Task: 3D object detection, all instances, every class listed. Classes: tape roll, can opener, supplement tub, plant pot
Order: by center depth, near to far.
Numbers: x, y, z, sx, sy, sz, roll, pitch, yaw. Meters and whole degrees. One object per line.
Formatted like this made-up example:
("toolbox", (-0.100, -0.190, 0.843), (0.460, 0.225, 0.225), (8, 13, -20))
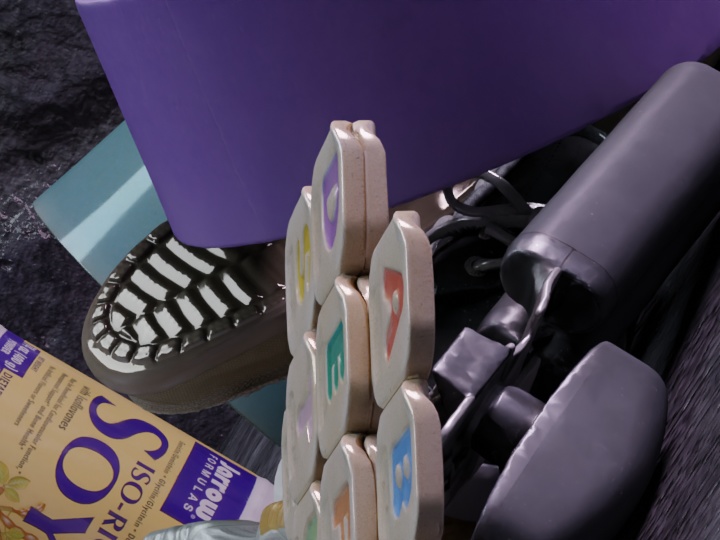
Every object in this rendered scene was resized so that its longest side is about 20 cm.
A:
("can opener", (0.067, 0.017, 0.756), (0.200, 0.067, 0.053), (-47, -19, -45))
("tape roll", (0.017, -0.086, 0.899), (0.200, 0.085, 0.200), (-21, 13, 5))
("supplement tub", (-0.115, 0.126, 1.182), (0.146, 0.200, 0.145), (-60, 3, 5))
("plant pot", (-0.026, -0.022, 1.340), (0.161, 0.201, 0.201), (-47, 3, 1))

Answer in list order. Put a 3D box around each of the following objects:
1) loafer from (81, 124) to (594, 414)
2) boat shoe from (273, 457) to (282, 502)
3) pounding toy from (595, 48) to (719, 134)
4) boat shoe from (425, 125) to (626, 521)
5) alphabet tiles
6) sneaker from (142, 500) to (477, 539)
("loafer", (0.000, 0.000, 0.965), (0.200, 0.076, 0.068), (-28, -49, -19))
("boat shoe", (0.032, 0.032, 1.023), (0.068, 0.072, 0.200), (-17, 23, 33))
("pounding toy", (0.093, -0.163, 1.082), (0.200, 0.142, 0.184), (-59, 3, 12))
("boat shoe", (0.048, 0.007, 0.856), (0.199, 0.073, 0.068), (-46, -25, -62))
("alphabet tiles", (-0.005, 0.070, 0.713), (0.196, 0.015, 0.200), (122, 148, -70))
("sneaker", (-0.005, 0.114, 0.877), (0.200, 0.075, 0.088), (155, 112, -64))
